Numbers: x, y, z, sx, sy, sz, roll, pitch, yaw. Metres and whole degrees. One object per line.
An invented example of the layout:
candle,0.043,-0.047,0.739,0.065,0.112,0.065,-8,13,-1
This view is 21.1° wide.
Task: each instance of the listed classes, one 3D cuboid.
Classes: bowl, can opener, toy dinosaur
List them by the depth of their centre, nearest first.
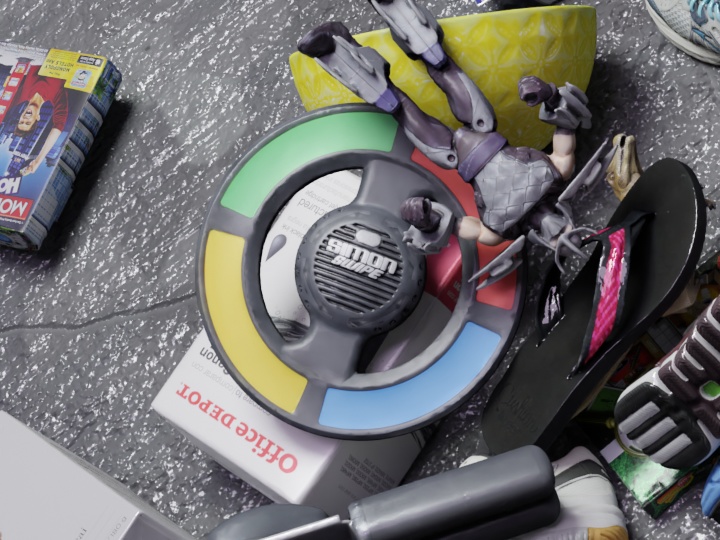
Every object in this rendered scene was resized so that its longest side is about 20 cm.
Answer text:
can opener,0.010,0.135,1.085,0.199,0.054,0.067,-18,46,-2
toy dinosaur,0.169,0.014,1.153,0.101,0.058,0.201,-9,58,45
bowl,0.060,-0.100,1.238,0.199,0.200,0.108,-8,92,27

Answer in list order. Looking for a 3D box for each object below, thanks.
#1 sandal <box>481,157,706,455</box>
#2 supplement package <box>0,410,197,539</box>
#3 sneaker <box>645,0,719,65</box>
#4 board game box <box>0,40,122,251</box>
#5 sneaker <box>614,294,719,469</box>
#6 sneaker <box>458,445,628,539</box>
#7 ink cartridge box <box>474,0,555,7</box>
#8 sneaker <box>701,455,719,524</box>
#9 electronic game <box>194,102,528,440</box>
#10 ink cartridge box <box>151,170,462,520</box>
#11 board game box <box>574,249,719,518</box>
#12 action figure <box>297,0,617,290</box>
sandal,0.128,0.021,1.108,0.201,0.045,0.075,-55,34,5
supplement package,-0.175,0.190,1.200,0.200,0.120,0.122,22,77,53
sneaker,0.243,-0.164,1.204,0.078,0.086,0.200,-45,51,-1
board game box,-0.292,-0.076,1.487,0.199,0.062,0.201,13,72,35
sneaker,0.223,0.025,1.046,0.116,0.076,0.200,-45,4,-39
sneaker,0.057,0.156,1.142,0.199,0.076,0.088,-10,46,7
ink cartridge box,0.158,-0.255,1.337,0.199,0.039,0.100,-28,53,13
sneaker,0.269,0.091,1.049,0.199,0.071,0.083,-35,95,25
electronic game,0.000,0.000,1.147,0.199,0.042,0.202,-1,84,6
ink cartridge box,-0.016,0.052,1.235,0.144,0.084,0.201,28,80,38
board game box,0.219,0.045,1.143,0.200,0.023,0.105,-41,53,5
action figure,0.058,-0.075,1.099,0.130,0.069,0.200,-44,83,2
